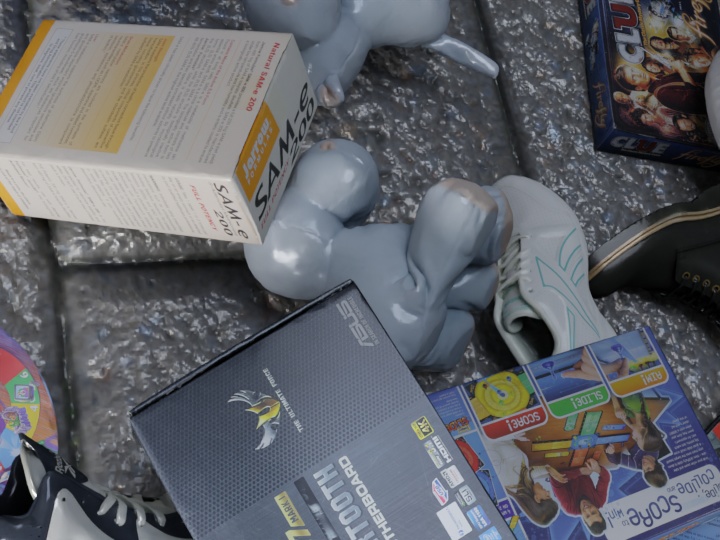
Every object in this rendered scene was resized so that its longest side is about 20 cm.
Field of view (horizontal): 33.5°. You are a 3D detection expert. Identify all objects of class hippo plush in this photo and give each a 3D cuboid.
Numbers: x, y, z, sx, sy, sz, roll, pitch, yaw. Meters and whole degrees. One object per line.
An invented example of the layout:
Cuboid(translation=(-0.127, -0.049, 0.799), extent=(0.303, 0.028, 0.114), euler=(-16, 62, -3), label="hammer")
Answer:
Cuboid(translation=(0.000, 0.000, 0.853), extent=(0.160, 0.159, 0.201), euler=(28, 79, 20), label="hippo plush")
Cuboid(translation=(-0.022, -0.210, 0.941), extent=(0.160, 0.201, 0.159), euler=(-39, 42, -14), label="hippo plush")

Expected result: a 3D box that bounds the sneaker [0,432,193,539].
Cuboid(translation=(-0.151, 0.143, 0.719), extent=(0.197, 0.079, 0.131), euler=(-25, 104, -20), label="sneaker")

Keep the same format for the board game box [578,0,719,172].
Cuboid(translation=(0.270, -0.194, 1.091), extent=(0.134, 0.035, 0.203), euler=(7, 63, -17), label="board game box")

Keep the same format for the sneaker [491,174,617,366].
Cuboid(translation=(0.134, 0.011, 0.902), extent=(0.079, 0.070, 0.202), euler=(5, 55, -39), label="sneaker")

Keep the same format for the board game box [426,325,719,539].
Cuboid(translation=(0.136, 0.125, 0.779), extent=(0.198, 0.035, 0.137), euler=(-13, 67, -25), label="board game box")

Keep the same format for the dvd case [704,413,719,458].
Cuboid(translation=(0.284, 0.194, 0.885), extent=(0.147, 0.022, 0.199), euler=(52, 42, 8), label="dvd case")

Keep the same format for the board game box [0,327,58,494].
Cuboid(translation=(-0.285, 0.098, 0.732), extent=(0.198, 0.039, 0.159), euler=(-20, 74, -28), label="board game box")

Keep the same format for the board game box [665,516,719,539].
Cuboid(translation=(0.193, 0.168, 0.809), extent=(0.197, 0.019, 0.104), euler=(18, 56, -10), label="board game box")

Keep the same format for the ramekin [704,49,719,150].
Cuboid(translation=(0.381, -0.131, 1.037), extent=(0.201, 0.094, 0.205), euler=(25, 52, -36), label="ramekin")

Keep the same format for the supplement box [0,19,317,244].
Cuboid(translation=(-0.144, -0.097, 0.812), extent=(0.197, 0.074, 0.127), euler=(8, 58, 20), label="supplement box")

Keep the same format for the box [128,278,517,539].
Cuboid(translation=(-0.019, 0.130, 0.692), extent=(0.156, 0.051, 0.201), euler=(-30, 75, -11), label="box")

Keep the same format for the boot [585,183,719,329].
Cuboid(translation=(0.271, 0.017, 0.969), extent=(0.198, 0.077, 0.140), euler=(-23, 80, -27), label="boot")
